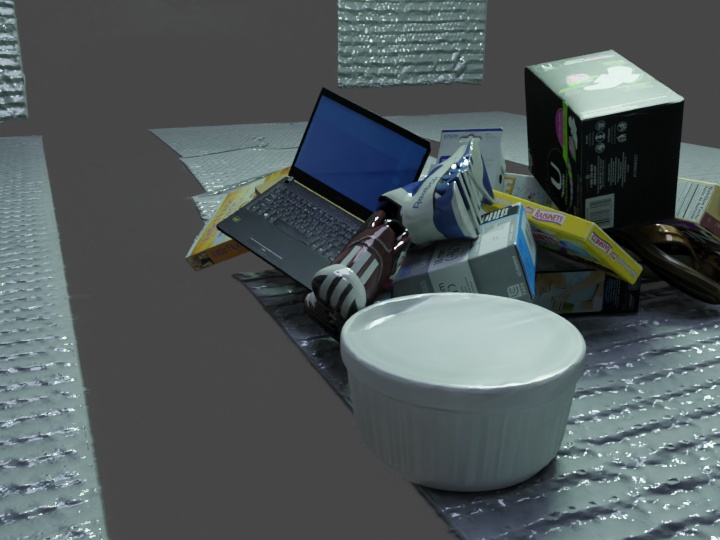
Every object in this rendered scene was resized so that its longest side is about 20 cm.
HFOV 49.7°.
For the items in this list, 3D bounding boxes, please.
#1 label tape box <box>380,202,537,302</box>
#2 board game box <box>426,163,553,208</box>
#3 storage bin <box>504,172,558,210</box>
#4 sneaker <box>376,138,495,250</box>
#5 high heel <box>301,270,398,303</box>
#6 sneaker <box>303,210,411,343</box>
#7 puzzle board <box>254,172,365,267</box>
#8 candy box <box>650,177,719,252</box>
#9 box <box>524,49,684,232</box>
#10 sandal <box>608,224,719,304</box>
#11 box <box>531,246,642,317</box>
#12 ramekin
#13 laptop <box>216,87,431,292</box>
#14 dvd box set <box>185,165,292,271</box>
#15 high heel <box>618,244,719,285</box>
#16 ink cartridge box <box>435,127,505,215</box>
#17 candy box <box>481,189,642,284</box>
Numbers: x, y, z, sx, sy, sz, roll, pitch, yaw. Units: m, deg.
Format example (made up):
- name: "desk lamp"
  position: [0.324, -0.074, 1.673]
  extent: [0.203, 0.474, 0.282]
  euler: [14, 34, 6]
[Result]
- name: "label tape box"
  position: [0.086, 0.005, 0.834]
  extent: [0.195, 0.065, 0.145]
  euler: [-18, 15, 20]
- name: "board game box"
  position: [0.166, -0.073, 1.104]
  extent: [0.196, 0.138, 0.034]
  euler: [13, -11, 38]
- name: "storage bin"
  position: [0.224, -0.087, 1.211]
  extent: [0.196, 0.096, 0.196]
  euler: [14, 22, 37]
- name: "sneaker"
  position: [0.078, -0.080, 0.856]
  extent: [0.112, 0.082, 0.200]
  euler: [-14, 16, 23]
- name: "high heel"
  position: [0.000, 0.000, 0.994]
  extent: [0.094, 0.069, 0.199]
  euler: [-9, 8, 22]
- name: "sneaker"
  position: [0.006, 0.008, 0.771]
  extent: [0.075, 0.116, 0.200]
  euler: [39, -15, 2]
- name: "puzzle board"
  position: [-0.021, -0.070, 0.965]
  extent: [0.148, 0.018, 0.200]
  euler: [-24, 51, -26]
- name: "candy box"
  position: [0.409, -0.079, 1.015]
  extent: [0.115, 0.058, 0.199]
  euler: [25, 3, -29]
- name: "box"
  position: [0.289, -0.161, 0.950]
  extent: [0.121, 0.152, 0.202]
  euler: [-10, 32, -2]
- name: "sandal"
  position: [0.367, -0.033, 0.960]
  extent: [0.200, 0.055, 0.081]
  euler: [46, 10, 35]
- name: "box"
  position: [0.229, 0.010, 0.957]
  extent: [0.194, 0.062, 0.117]
  euler: [-2, 18, -8]
- name: "ramekin"
  position: [0.080, 0.094, 0.630]
  extent: [0.196, 0.097, 0.203]
  euler: [0, 18, 0]
- name: "laptop"
  position: [-0.044, -0.096, 0.904]
  extent: [0.175, 0.105, 0.199]
  euler: [31, 51, 26]
- name: "dvd box set"
  position: [-0.142, -0.081, 1.082]
  extent: [0.196, 0.030, 0.148]
  euler: [-18, 34, 34]
- name: "high heel"
  position: [0.375, -0.019, 1.020]
  extent: [0.194, 0.074, 0.143]
  euler: [8, 10, -5]
- name: "ink cartridge box"
  position: [0.144, -0.097, 1.078]
  extent: [0.097, 0.206, 0.039]
  euler: [4, -15, 31]
- name: "candy box"
  position: [0.222, -0.044, 0.898]
  extent: [0.101, 0.027, 0.199]
  euler: [36, -2, -32]
